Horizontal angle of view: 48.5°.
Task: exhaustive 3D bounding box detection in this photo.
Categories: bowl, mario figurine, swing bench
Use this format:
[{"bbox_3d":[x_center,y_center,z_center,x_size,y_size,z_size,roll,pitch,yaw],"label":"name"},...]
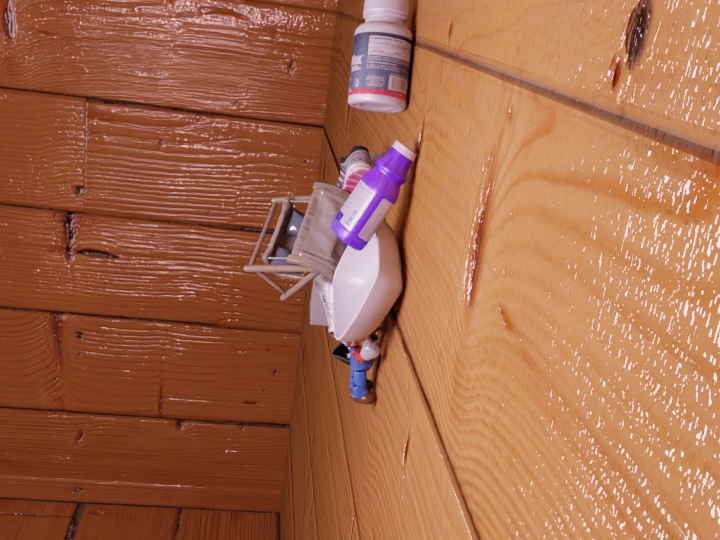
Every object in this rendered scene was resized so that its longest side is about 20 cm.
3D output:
[{"bbox_3d":[0.016,0.021,1.502,0.201,0.073,0.202,-57,24,36],"label":"bowl"},{"bbox_3d":[0.018,0.164,1.610,0.122,0.105,0.204,22,123,44],"label":"mario figurine"},{"bbox_3d":[-0.114,-0.065,1.702,0.198,0.129,0.202,-14,47,41],"label":"swing bench"}]

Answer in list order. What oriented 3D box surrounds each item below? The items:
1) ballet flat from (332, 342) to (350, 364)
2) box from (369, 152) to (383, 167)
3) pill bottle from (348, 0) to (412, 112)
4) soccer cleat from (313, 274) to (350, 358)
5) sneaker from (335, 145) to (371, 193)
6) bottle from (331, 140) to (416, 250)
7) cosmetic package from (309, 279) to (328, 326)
[{"bbox_3d":[-0.029,0.189,1.885,0.200,0.056,0.068,120,153,-71],"label":"ballet flat"},{"bbox_3d":[0.025,-0.136,1.774,0.157,0.040,0.203,-99,17,-57],"label":"box"},{"bbox_3d":[0.042,-0.420,1.563,0.120,0.117,0.204,-161,77,-81],"label":"pill bottle"},{"bbox_3d":[-0.049,0.093,1.714,0.201,0.077,0.069,54,163,10],"label":"soccer cleat"},{"bbox_3d":[-0.017,-0.201,1.732,0.200,0.072,0.089,122,153,-63],"label":"sneaker"},{"bbox_3d":[0.027,-0.137,1.436,0.202,0.065,0.084,-56,35,9],"label":"bottle"},{"bbox_3d":[-0.115,0.065,2.519,0.102,0.070,0.203,-96,14,-54],"label":"cosmetic package"}]
